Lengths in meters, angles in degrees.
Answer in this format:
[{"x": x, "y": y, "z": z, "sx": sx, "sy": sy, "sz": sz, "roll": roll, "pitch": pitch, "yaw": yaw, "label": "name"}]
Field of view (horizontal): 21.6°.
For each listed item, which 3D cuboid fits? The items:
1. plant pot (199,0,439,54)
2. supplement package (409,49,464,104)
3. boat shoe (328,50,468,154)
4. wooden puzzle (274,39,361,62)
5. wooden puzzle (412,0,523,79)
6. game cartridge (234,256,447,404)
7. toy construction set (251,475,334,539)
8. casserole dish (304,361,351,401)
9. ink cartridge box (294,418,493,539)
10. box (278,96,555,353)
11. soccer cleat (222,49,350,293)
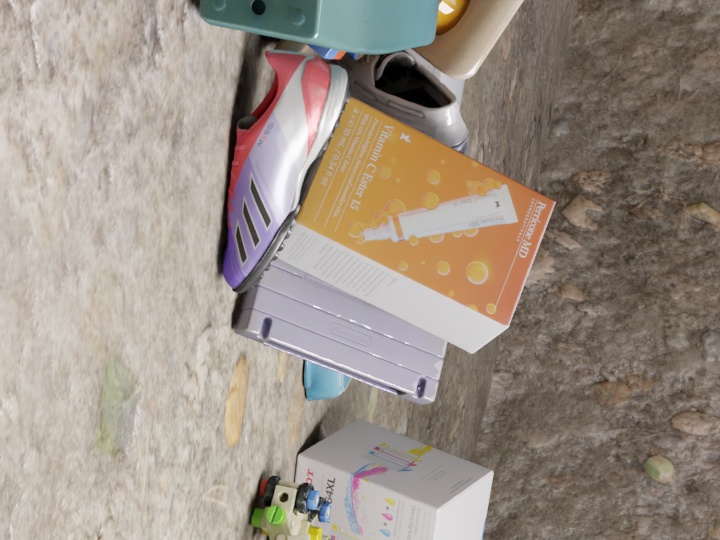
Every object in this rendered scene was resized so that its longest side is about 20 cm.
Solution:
[{"x": -0.032, "y": -0.229, "z": 1.358, "sx": 0.200, "sy": 0.140, "sz": 0.143, "roll": -39, "pitch": 139, "yaw": -66, "label": "plant pot"}, {"x": 0.036, "y": -0.173, "z": 1.843, "sx": 0.156, "sy": 0.110, "sz": 0.202, "roll": -10, "pitch": 110, "yaw": -79, "label": "supplement package"}, {"x": 0.030, "y": -0.168, "z": 1.667, "sx": 0.073, "sy": 0.200, "sz": 0.066, "roll": -27, "pitch": 134, "yaw": -26, "label": "boat shoe"}, {"x": 0.013, "y": -0.244, "z": 1.577, "sx": 0.186, "sy": 0.046, "sz": 0.200, "roll": -54, "pitch": 177, "yaw": 13, "label": "wooden puzzle"}, {"x": 0.082, "y": -0.282, "z": 1.652, "sx": 0.186, "sy": 0.046, "sz": 0.200, "roll": -56, "pitch": -143, "yaw": 8, "label": "wooden puzzle"}, {"x": -0.008, "y": 0.026, "z": 1.651, "sx": 0.038, "sy": 0.199, "sz": 0.131, "roll": -20, "pitch": -127, "yaw": 55, "label": "game cartridge"}, {"x": -0.067, "y": 0.276, "z": 1.827, "sx": 0.200, "sy": 0.091, "sz": 0.132, "roll": 103, "pitch": 1, "yaw": -74, "label": "toy construction set"}, {"x": -0.016, "y": 0.055, "z": 1.992, "sx": 0.201, "sy": 0.038, "sz": 0.122, "roll": -66, "pitch": 164, "yaw": -54, "label": "casserole dish"}, {"x": 0.019, "y": 0.255, "z": 2.003, "sx": 0.125, "sy": 0.199, "sz": 0.130, "roll": -25, "pitch": 127, "yaw": -55, "label": "ink cartridge box"}, {"x": 0.043, "y": -0.036, "z": 1.585, "sx": 0.125, "sy": 0.199, "sz": 0.097, "roll": -67, "pitch": -172, "yaw": -20, "label": "box"}, {"x": -0.077, "y": -0.079, "z": 1.496, "sx": 0.068, "sy": 0.073, "sz": 0.201, "roll": -113, "pitch": -134, "yaw": -67, "label": "soccer cleat"}]
